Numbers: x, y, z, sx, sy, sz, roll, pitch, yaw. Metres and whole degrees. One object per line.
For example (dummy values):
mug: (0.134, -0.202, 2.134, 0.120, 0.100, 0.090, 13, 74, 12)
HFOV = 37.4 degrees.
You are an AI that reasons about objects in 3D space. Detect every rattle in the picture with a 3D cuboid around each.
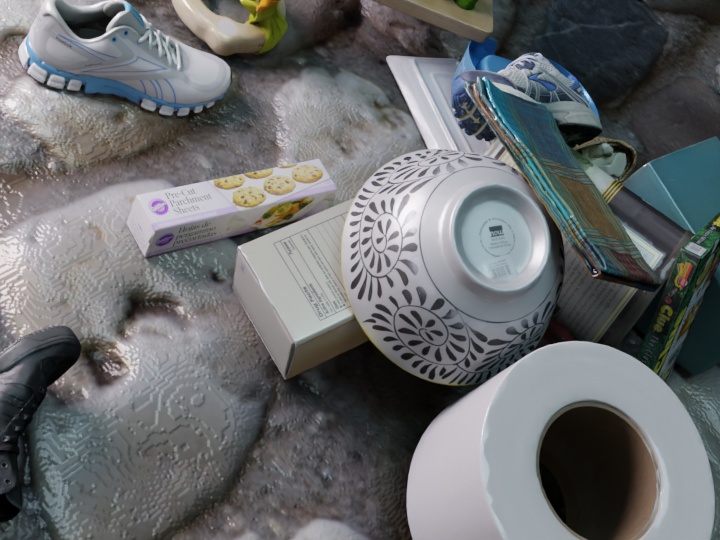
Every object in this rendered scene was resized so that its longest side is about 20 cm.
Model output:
rattle: (-0.141, -0.330, 1.082, 0.129, 0.143, 0.202, -21, 73, -19)

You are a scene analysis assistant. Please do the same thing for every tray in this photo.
tray: (0.109, -0.167, 1.177, 0.106, 0.022, 0.202, -4, 58, -33)

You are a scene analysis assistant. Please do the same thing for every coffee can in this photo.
coffee can: (0.196, -0.032, 1.020, 0.199, 0.147, 0.146, 38, 45, 11)

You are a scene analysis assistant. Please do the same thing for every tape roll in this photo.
tape roll: (0.151, 0.172, 0.828, 0.200, 0.139, 0.206, 9, 66, -20)

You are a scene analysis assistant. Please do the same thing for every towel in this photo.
towel: (0.173, -0.072, 0.892, 0.146, 0.022, 0.201, 8, 46, -56)

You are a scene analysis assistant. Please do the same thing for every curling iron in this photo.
curling iron: (0.190, 0.070, 0.979, 0.200, 0.026, 0.050, 51, -6, -34)

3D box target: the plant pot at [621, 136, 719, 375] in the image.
plant pot: (0.346, -0.006, 1.113, 0.140, 0.141, 0.202, -19, 73, -39)

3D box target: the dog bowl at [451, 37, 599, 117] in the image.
dog bowl: (0.184, -0.194, 1.203, 0.198, 0.050, 0.113, 8, 50, -37)

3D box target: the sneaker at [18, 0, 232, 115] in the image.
sneaker: (-0.205, -0.203, 0.978, 0.198, 0.087, 0.076, 5, 52, -29)

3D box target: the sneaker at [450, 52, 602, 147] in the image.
sneaker: (0.161, -0.181, 1.089, 0.198, 0.077, 0.086, 8, 65, -41)

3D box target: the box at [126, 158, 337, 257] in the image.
box: (-0.110, -0.058, 0.952, 0.198, 0.039, 0.042, -15, 63, -37)

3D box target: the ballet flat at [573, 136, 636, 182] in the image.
ballet flat: (0.238, -0.109, 1.167, 0.199, 0.065, 0.071, -28, 111, -40)

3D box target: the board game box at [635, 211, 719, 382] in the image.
board game box: (0.291, 0.048, 0.992, 0.023, 0.202, 0.104, 31, 39, 26)

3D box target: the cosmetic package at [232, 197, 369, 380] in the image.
cosmetic package: (0.000, 0.000, 0.913, 0.198, 0.071, 0.106, -23, 67, -23)

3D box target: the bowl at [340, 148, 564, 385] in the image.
bowl: (0.091, -0.015, 0.846, 0.198, 0.094, 0.204, 5, 75, -18)

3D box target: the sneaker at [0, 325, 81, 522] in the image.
sneaker: (-0.252, 0.125, 0.716, 0.199, 0.060, 0.104, -32, 74, -37)

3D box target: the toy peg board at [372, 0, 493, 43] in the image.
toy peg board: (0.072, -0.380, 1.156, 0.198, 0.098, 0.201, 17, 53, -17)
